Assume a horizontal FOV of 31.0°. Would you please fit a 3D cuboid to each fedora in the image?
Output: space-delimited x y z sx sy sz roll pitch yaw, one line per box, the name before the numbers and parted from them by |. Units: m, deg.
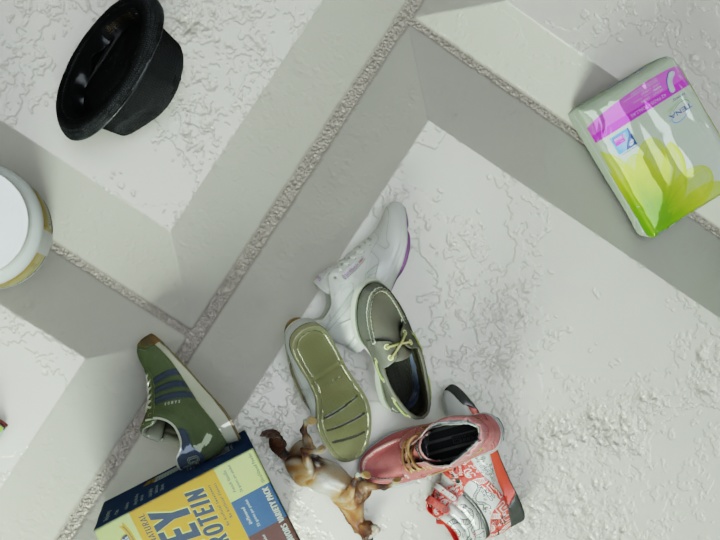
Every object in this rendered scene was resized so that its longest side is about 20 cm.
fedora | -0.282 -0.235 1.592 0.092 0.201 0.201 28 84 -40

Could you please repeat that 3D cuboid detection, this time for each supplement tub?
supplement tub | -0.440 -0.051 1.523 0.144 0.200 0.145 0 88 -9

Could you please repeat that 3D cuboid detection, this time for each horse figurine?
horse figurine | -0.040 0.254 1.627 0.200 0.133 0.050 33 53 -2

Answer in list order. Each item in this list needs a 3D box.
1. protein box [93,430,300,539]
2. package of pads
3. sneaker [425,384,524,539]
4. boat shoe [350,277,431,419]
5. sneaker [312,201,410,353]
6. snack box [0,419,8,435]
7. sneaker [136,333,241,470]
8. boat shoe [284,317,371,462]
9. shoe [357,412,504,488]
protein box | -0.193 0.304 1.550 0.200 0.199 0.135 -27 93 -8
package of pads | 0.392 -0.165 1.718 0.154 0.068 0.200 -31 94 -7
sneaker | 0.123 0.255 1.665 0.108 0.067 0.201 -26 95 -11
boat shoe | 0.043 0.099 1.617 0.072 0.060 0.202 -32 124 -23
sneaker | 0.000 0.000 1.650 0.100 0.075 0.200 22 85 -8
snack box | -0.546 0.231 1.573 0.142 0.053 0.200 36 83 -7
sneaker | -0.234 0.161 1.566 0.090 0.067 0.200 -37 54 -16
boat shoe | -0.042 0.146 1.643 0.075 0.068 0.200 -23 112 -13
shoe | 0.075 0.222 1.610 0.200 0.091 0.072 -20 77 20
